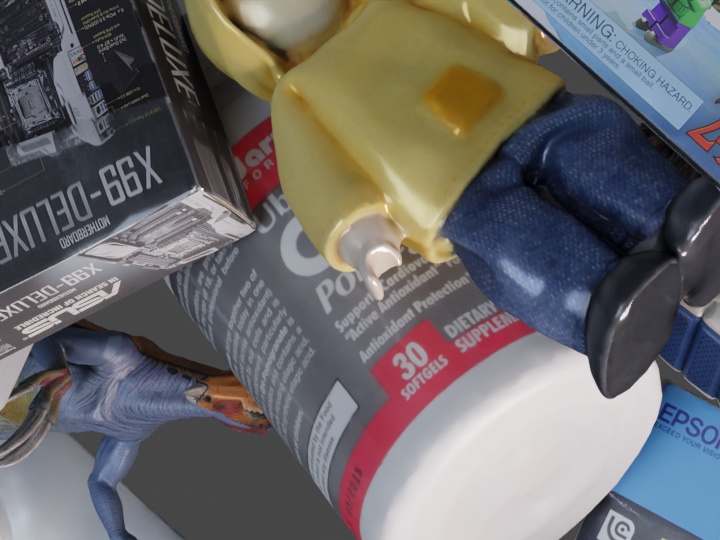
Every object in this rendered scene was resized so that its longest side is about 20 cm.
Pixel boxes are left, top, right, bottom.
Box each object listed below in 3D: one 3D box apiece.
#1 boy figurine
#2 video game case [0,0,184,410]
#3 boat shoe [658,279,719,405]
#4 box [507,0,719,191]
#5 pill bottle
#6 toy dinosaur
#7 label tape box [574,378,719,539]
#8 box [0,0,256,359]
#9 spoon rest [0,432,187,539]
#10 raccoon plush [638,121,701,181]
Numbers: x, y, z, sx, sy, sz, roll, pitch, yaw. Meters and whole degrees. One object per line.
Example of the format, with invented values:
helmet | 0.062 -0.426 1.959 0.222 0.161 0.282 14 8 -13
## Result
boy figurine | 0.026 -0.051 0.757 0.200 0.124 0.065 40 162 24
video game case | -0.178 -0.026 0.922 0.199 0.183 0.023 -1 142 32
boat shoe | 0.175 0.041 0.757 0.200 0.072 0.072 41 166 10
box | 0.091 -0.121 0.683 0.200 0.038 0.137 43 96 15
pill bottle | 0.000 0.000 0.829 0.200 0.110 0.111 50 125 31
toy dinosaur | -0.110 0.031 0.919 0.181 0.105 0.201 -13 60 9
label tape box | 0.123 0.158 0.833 0.143 0.066 0.201 27 93 23
box | -0.151 -0.043 0.811 0.199 0.050 0.158 -27 68 11
spoon rest | -0.108 0.119 0.987 0.200 0.060 0.100 29 117 37
raccoon plush | 0.103 -0.113 0.765 0.200 0.097 0.134 -44 72 33
